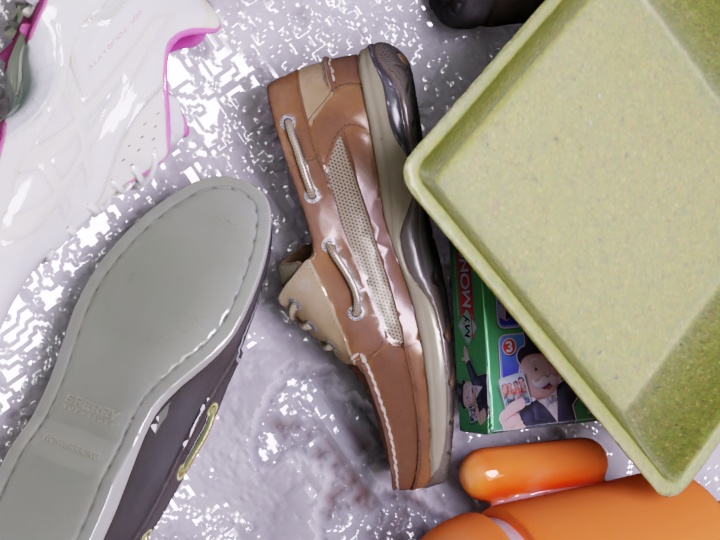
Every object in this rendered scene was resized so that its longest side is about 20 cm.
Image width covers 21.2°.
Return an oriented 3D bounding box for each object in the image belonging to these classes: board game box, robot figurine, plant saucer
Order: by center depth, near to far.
[{"bbox_3d":[0.123,-0.037,0.859,0.200,0.048,0.200,49,66,-19],"label":"plant saucer"},{"bbox_3d":[0.100,0.158,0.867,0.199,0.117,0.145,-9,105,-21],"label":"robot figurine"},{"bbox_3d":[0.134,0.000,0.910,0.199,0.029,0.135,-4,90,-29],"label":"board game box"}]

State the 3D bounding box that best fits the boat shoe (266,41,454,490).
[{"bbox_3d":[0.000,0.000,0.868,0.073,0.076,0.201,-8,99,4],"label":"boat shoe"}]

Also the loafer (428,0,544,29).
[{"bbox_3d":[0.082,-0.208,0.898,0.071,0.073,0.201,10,95,-23],"label":"loafer"}]

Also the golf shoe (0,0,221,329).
[{"bbox_3d":[-0.123,-0.048,0.823,0.091,0.075,0.201,22,84,-20],"label":"golf shoe"}]

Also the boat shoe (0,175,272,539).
[{"bbox_3d":[-0.096,0.053,0.839,0.072,0.061,0.202,25,76,22],"label":"boat shoe"}]
